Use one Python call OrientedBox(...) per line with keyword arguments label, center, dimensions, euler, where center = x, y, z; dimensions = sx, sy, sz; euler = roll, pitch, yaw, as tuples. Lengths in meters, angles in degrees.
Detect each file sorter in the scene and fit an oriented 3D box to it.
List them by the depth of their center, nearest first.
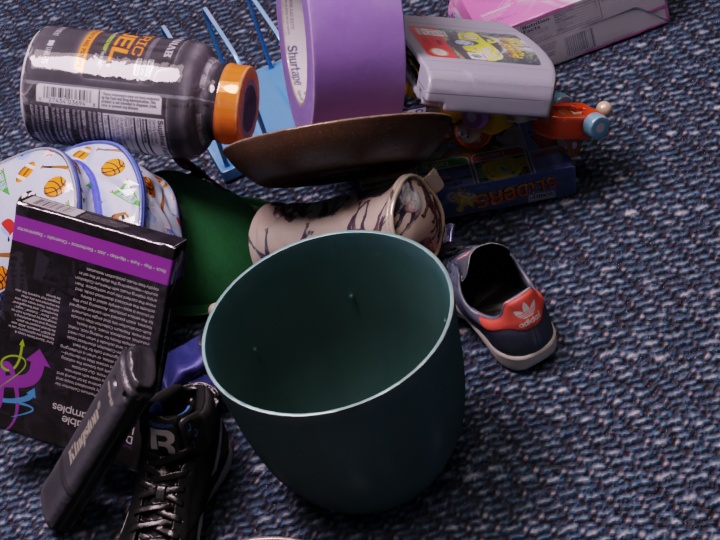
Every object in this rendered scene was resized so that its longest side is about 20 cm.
OrientedBox(label="file sorter", center=(-0.081, -0.208, 1.931), dimensions=(0.199, 0.123, 0.139), euler=(-25, 40, -7))

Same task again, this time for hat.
OrientedBox(label="hat", center=(-0.170, -0.078, 1.775), dimensions=(0.199, 0.177, 0.166), euler=(10, 46, 30))

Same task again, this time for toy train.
OrientedBox(label="toy train", center=(0.127, -0.145, 1.779), dimensions=(0.150, 0.056, 0.200), euler=(-7, 27, -34))

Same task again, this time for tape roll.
OrientedBox(label="tape roll", center=(-0.020, -0.220, 1.759), dimensions=(0.084, 0.201, 0.200), euler=(-7, 39, -10))

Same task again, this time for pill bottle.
OrientedBox(label="pill bottle", center=(-0.192, -0.156, 1.735), dimensions=(0.199, 0.107, 0.107), euler=(7, 45, 11))

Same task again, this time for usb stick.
OrientedBox(label="usb stick", center=(-0.211, 0.137, 1.564), dimensions=(0.032, 0.200, 0.056), euler=(16, 43, -22))

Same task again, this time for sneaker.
OrientedBox(label="sneaker", center=(-0.160, 0.171, 1.541), dimensions=(0.073, 0.112, 0.201), euler=(4, 45, 13))
OrientedBox(label="sneaker", center=(0.094, 0.000, 1.662), dimensions=(0.075, 0.085, 0.200), euler=(-34, 43, -18))

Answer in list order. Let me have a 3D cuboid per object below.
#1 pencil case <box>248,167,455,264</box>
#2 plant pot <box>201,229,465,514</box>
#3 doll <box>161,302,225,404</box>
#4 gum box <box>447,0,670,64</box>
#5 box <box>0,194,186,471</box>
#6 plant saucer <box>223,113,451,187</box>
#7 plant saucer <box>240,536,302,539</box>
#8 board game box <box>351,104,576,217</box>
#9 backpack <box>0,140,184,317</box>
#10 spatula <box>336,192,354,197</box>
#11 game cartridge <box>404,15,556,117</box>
OrientedBox(label="pencil case", center=(-0.013, -0.033, 1.699), dimensions=(0.199, 0.078, 0.089), euler=(-9, 30, 45))
OrientedBox(label="plant pot", center=(-0.007, 0.094, 1.537), dimensions=(0.199, 0.161, 0.201), euler=(-10, 42, 9))
OrientedBox(label="doll", center=(-0.106, 0.075, 1.681), dimensions=(0.199, 0.049, 0.137), euler=(-32, 52, -13))
OrientedBox(label="gum box", center=(0.191, -0.266, 1.936), dimensions=(0.199, 0.066, 0.114), euler=(-21, 41, -2))
OrientedBox(label="box", center=(-0.228, 0.052, 1.606), dimensions=(0.142, 0.201, 0.036), euler=(16, 17, 12))
OrientedBox(label="plant saucer", center=(-0.018, -0.100, 1.683), dimensions=(0.199, 0.037, 0.200), euler=(-7, -3, 0))
OrientedBox(label="plant saucer", center=(-0.080, 0.287, 1.444), dimensions=(0.199, 0.037, 0.201), euler=(-9, 42, 8))
OrientedBox(label="board game box", center=(0.088, -0.106, 1.804), dimensions=(0.199, 0.035, 0.136), euler=(-10, 41, -1))
OrientedBox(label="backpack", center=(-0.255, -0.024, 1.712), dimensions=(0.190, 0.154, 0.201), euler=(-22, 62, 11))
OrientedBox(label="spatula", center=(0.000, 0.000, 1.746), dimensions=(0.056, 0.021, 0.201), euler=(-11, 41, 3))
OrientedBox(label="game cartridge", center=(0.101, -0.187, 1.754), dimensions=(0.132, 0.041, 0.200), euler=(6, 22, -15))
